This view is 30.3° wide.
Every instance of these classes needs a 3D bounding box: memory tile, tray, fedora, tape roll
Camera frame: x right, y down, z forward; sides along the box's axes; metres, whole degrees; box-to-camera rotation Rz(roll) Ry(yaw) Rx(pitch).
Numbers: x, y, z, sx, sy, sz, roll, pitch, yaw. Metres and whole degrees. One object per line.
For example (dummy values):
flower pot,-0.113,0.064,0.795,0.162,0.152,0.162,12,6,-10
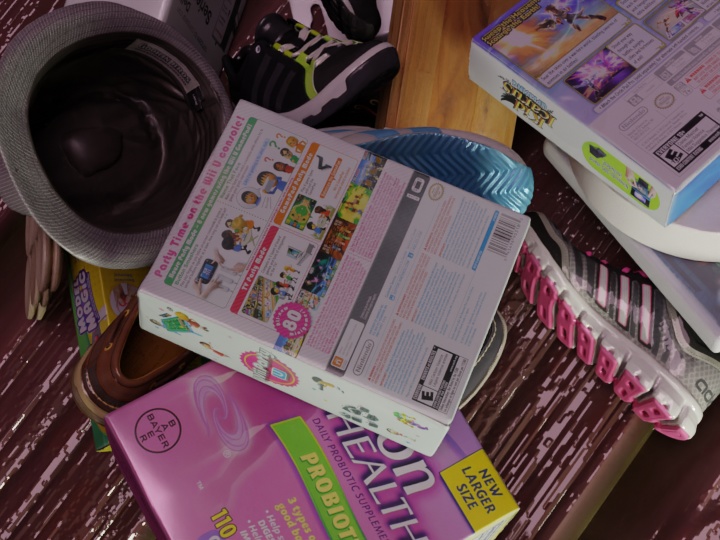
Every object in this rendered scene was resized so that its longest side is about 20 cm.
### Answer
memory tile,-0.238,-0.070,1.002,0.017,0.153,0.201,2,75,-19
tray,0.066,-0.132,0.970,0.098,0.037,0.201,6,98,-13
fedora,-0.179,-0.085,0.900,0.200,0.090,0.178,-38,106,-43
tape roll,0.245,-0.099,0.933,0.201,0.037,0.204,-1,58,2

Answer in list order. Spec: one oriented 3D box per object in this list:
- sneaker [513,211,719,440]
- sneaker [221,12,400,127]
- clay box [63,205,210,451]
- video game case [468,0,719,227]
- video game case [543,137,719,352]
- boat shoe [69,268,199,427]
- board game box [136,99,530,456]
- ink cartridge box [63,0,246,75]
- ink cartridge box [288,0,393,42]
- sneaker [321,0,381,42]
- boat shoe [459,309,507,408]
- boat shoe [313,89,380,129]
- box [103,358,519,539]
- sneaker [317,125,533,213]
sneaker,0.188,0.024,0.948,0.087,0.074,0.200,-38,69,-12
sneaker,-0.051,-0.148,0.970,0.072,0.200,0.083,-34,103,-31
clay box,-0.147,0.054,0.968,0.047,0.114,0.201,-26,68,41
video game case,0.207,-0.150,0.918,0.200,0.046,0.181,-39,65,-20
video game case,0.259,-0.061,0.942,0.181,0.023,0.200,-28,62,-15
boat shoe,-0.117,0.022,0.912,0.072,0.068,0.200,42,56,-7
board game box,-0.016,0.003,0.819,0.199,0.064,0.148,24,66,4
ink cartridge box,-0.142,-0.240,1.030,0.083,0.147,0.201,16,80,13
ink cartridge box,0.038,-0.228,1.039,0.199,0.067,0.117,-17,73,4
sneaker,-0.008,-0.268,0.985,0.087,0.076,0.201,-20,72,-2
boat shoe,0.020,0.084,0.960,0.199,0.063,0.073,-33,70,-2
boat shoe,0.005,-0.094,1.012,0.201,0.063,0.074,-33,70,-2
box,-0.033,0.134,0.847,0.199,0.097,0.176,-26,72,-16
sneaker,0.021,-0.068,0.905,0.199,0.081,0.077,4,113,16
